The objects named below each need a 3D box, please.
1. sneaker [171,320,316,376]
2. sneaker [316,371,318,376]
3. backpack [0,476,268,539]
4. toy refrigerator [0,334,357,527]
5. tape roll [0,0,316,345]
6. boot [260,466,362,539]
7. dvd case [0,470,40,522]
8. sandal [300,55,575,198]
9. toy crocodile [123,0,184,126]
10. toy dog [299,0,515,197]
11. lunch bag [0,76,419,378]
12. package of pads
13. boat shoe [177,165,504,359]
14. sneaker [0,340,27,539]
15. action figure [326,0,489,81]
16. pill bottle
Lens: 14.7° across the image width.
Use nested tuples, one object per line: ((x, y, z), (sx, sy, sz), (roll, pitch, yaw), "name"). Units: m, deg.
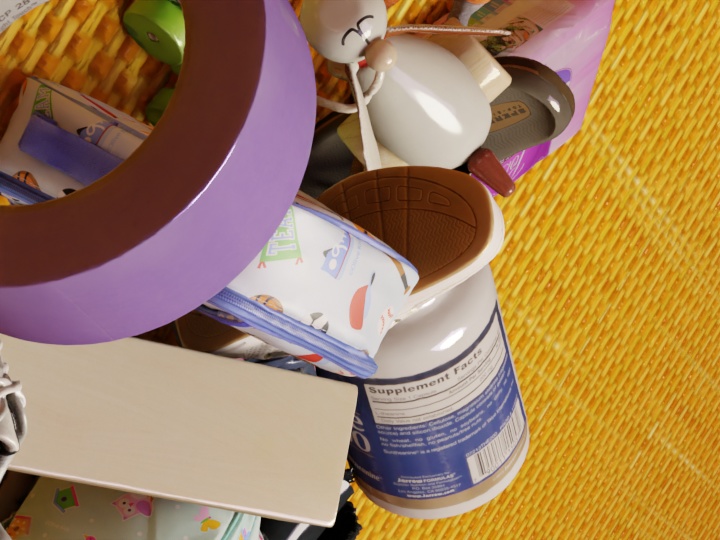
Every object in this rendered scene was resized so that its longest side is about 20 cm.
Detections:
((-0.055, 0.044, 1.522), (0.070, 0.082, 0.200), (-34, 118, -25), "sneaker")
((-0.057, 0.066, 1.654), (0.200, 0.073, 0.112), (22, 87, -59), "sneaker")
((-0.126, 0.170, 1.500), (0.200, 0.167, 0.127), (-58, 166, -33), "backpack")
((-0.109, 0.075, 1.412), (0.200, 0.070, 0.076), (13, 83, -27), "toy refrigerator")
((-0.124, -0.075, 1.167), (0.200, 0.200, 0.085), (-56, 159, -8), "tape roll")
((-0.075, 0.195, 1.670), (0.168, 0.076, 0.200), (-51, 176, -24), "boot")
((-0.187, 0.144, 1.560), (0.200, 0.018, 0.143), (-62, 159, 9), "dvd case")
((0.035, -0.061, 1.592), (0.082, 0.200, 0.055), (43, 44, -36), "sandal")
((-0.072, -0.110, 1.423), (0.068, 0.062, 0.200), (-50, 157, -21), "toy crocodile")
((0.029, -0.084, 1.448), (0.132, 0.096, 0.200), (-54, 158, 22), "toy dog")
((-0.082, -0.022, 1.328), (0.160, 0.200, 0.076), (24, 90, -52), "lunch bag")
((0.073, -0.105, 1.727), (0.200, 0.076, 0.121), (-38, 149, -42), "package of pads")
((0.000, 0.000, 1.409), (0.069, 0.200, 0.071), (21, 60, -46), "boat shoe")
((-0.187, 0.047, 1.277), (0.075, 0.081, 0.200), (19, 71, -60), "sneaker")
((0.018, -0.202, 1.509), (0.200, 0.105, 0.194), (-3, 120, -30), "action figure")
((0.027, 0.040, 1.587), (0.111, 0.111, 0.200), (-47, 143, -27), "pill bottle")
